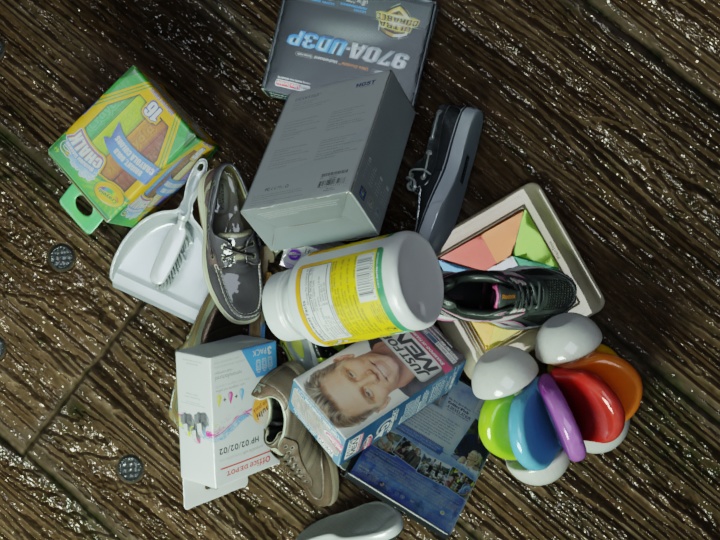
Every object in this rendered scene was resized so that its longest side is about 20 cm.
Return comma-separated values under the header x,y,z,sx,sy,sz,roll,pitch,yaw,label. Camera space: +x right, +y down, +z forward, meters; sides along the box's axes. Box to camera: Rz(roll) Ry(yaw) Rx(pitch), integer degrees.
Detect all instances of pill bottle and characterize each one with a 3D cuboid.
x,y,z,sx,sy,sz,roll,pitch,yaw,label
-0.013,0.027,1.144,0.198,0.112,0.114,-13,87,33,pill bottle

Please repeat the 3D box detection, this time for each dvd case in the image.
x,y,z,sx,sy,sz,roll,pitch,yaw,label
0.085,0.207,1.205,0.142,0.018,0.201,30,53,7,dvd case

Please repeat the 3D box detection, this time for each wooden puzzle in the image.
x,y,z,sx,sy,sz,roll,pitch,yaw,label
0.181,0.014,1.251,0.199,0.037,0.186,-30,86,4,wooden puzzle

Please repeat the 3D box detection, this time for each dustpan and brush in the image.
x,y,z,sx,sy,sz,roll,pitch,yaw,label
-0.236,-0.048,1.282,0.138,0.057,0.202,23,89,6,dustpan and brush

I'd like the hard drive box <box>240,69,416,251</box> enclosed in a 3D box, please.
x,y,z,sx,sy,sz,roll,pitch,yaw,label
-0.035,-0.131,1.179,0.154,0.077,0.202,-6,49,31,hard drive box

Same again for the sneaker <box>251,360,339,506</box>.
x,y,z,sx,sy,sz,roll,pitch,yaw,label
-0.086,0.213,1.228,0.075,0.070,0.202,-26,110,-33,sneaker

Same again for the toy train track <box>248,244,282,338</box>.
x,y,z,sx,sy,sz,roll,pitch,yaw,label
-0.124,0.067,1.276,0.114,0.032,0.203,12,101,46,toy train track

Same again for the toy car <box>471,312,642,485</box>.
x,y,z,sx,sy,sz,roll,pitch,yaw,label
0.238,0.163,1.164,0.198,0.150,0.177,-26,106,-6,toy car

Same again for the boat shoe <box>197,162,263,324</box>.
x,y,z,sx,sy,sz,roll,pitch,yaw,label
-0.158,-0.036,1.221,0.071,0.065,0.203,-6,79,-21,boat shoe

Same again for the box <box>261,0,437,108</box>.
x,y,z,sx,sy,sz,roll,pitch,yaw,label
-0.013,-0.283,1.272,0.198,0.046,0.161,14,90,5,box

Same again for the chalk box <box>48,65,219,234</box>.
x,y,z,sx,sy,sz,roll,pitch,yaw,label
-0.301,-0.137,1.259,0.200,0.124,0.125,-44,85,3,chalk box

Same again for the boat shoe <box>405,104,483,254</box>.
x,y,z,sx,sy,sz,roll,pitch,yaw,label
0.093,-0.116,1.242,0.067,0.074,0.202,14,84,23,boat shoe

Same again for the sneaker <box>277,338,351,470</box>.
x,y,z,sx,sy,sz,roll,pitch,yaw,label
-0.044,0.156,1.264,0.076,0.075,0.202,-16,90,36,sneaker

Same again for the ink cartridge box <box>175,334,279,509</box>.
x,y,z,sx,sy,sz,roll,pitch,yaw,label
-0.161,0.191,1.222,0.067,0.115,0.203,6,101,39,ink cartridge box

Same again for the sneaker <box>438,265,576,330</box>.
x,y,z,sx,sy,sz,roll,pitch,yaw,label
0.170,0.035,1.183,0.197,0.086,0.081,-5,90,-12,sneaker

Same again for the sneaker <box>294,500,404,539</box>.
x,y,z,sx,sy,sz,roll,pitch,yaw,label
0.006,0.347,1.211,0.199,0.071,0.100,-29,97,48,sneaker

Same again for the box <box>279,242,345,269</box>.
x,y,z,sx,sy,sz,roll,pitch,yaw,label
0.000,0.000,1.230,0.198,0.042,0.039,19,117,-4,box

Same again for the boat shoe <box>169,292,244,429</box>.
x,y,z,sx,sy,sz,roll,pitch,yaw,label
-0.208,0.107,1.273,0.076,0.071,0.202,18,92,38,boat shoe

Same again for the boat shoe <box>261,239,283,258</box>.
x,y,z,sx,sy,sz,roll,pitch,yaw,label
-0.039,-0.081,1.260,0.200,0.072,0.061,-25,88,11,boat shoe

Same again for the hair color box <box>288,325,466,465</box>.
x,y,z,sx,sy,sz,roll,pitch,yaw,label
0.022,0.135,1.188,0.199,0.061,0.100,-29,61,-32,hair color box
